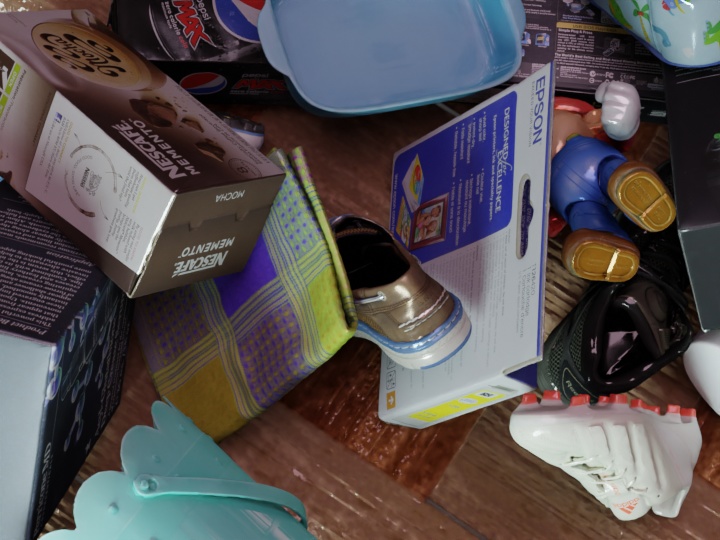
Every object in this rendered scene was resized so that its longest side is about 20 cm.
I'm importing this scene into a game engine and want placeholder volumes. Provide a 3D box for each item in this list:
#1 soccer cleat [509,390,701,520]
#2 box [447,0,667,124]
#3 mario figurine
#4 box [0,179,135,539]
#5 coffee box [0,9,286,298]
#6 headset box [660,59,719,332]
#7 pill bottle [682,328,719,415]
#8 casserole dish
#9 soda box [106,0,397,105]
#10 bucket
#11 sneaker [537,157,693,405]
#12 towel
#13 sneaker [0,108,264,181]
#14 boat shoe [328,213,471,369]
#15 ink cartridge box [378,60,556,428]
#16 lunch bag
[{"bbox_3d":[0.163,0.120,1.128,0.069,0.199,0.078,0,82,38],"label":"soccer cleat"},{"bbox_3d":[0.161,-0.195,1.293,0.198,0.049,0.162,5,73,0],"label":"box"},{"bbox_3d":[0.132,-0.069,1.186,0.123,0.200,0.107,-24,115,-2],"label":"mario figurine"},{"bbox_3d":[-0.217,0.054,1.104,0.106,0.200,0.149,14,116,4],"label":"box"},{"bbox_3d":[-0.160,-0.080,1.121,0.200,0.113,0.080,40,118,24],"label":"coffee box"},{"bbox_3d":[0.287,-0.066,1.114,0.173,0.093,0.201,-11,41,13],"label":"headset box"},{"bbox_3d":[0.313,0.016,1.185,0.116,0.116,0.200,41,71,11],"label":"pill bottle"},{"bbox_3d":[0.019,-0.163,1.213,0.199,0.039,0.122,-12,74,-24],"label":"casserole dish"},{"bbox_3d":[-0.078,-0.159,1.245,0.198,0.071,0.064,-1,69,-15],"label":"soda box"},{"bbox_3d":[-0.130,0.193,1.087,0.135,0.207,0.208,39,75,0],"label":"bucket"},{"bbox_3d":[0.200,0.005,1.190,0.076,0.114,0.200,39,74,-10],"label":"sneaker"},{"bbox_3d":[-0.084,0.024,1.165,0.023,0.200,0.145,-1,64,-44],"label":"towel"},{"bbox_3d":[-0.166,-0.079,1.247,0.198,0.072,0.073,-6,99,-7],"label":"sneaker"},{"bbox_3d":[0.000,0.000,1.160,0.072,0.200,0.073,-40,120,-20],"label":"boat shoe"},{"bbox_3d":[0.081,-0.011,1.159,0.047,0.200,0.199,15,69,-28],"label":"ink cartridge box"},{"bbox_3d":[0.236,-0.224,1.192,0.160,0.083,0.200,-22,35,-9],"label":"lunch bag"}]
